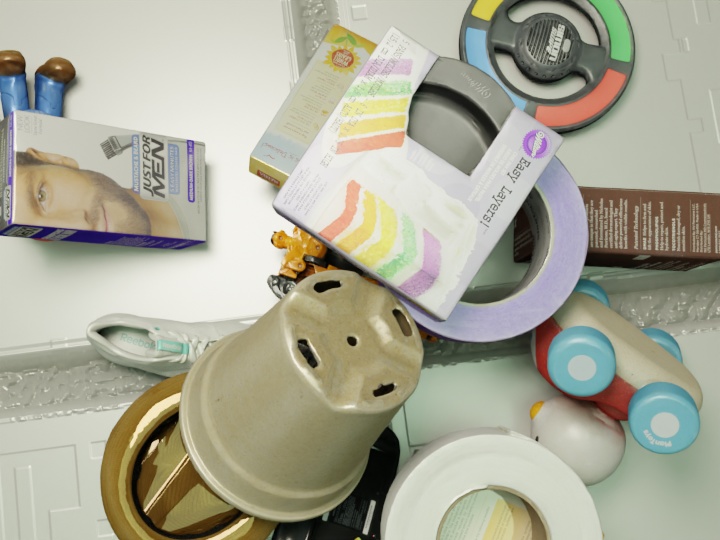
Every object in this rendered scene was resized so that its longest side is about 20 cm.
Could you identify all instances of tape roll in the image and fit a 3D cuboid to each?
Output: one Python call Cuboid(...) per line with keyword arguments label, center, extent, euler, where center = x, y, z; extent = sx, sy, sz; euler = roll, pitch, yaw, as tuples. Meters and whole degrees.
Cuboid(label="tape roll", center=(0.119, 0.249, 0.794), extent=(0.201, 0.071, 0.203), euler=(0, 84, -1))
Cuboid(label="tape roll", center=(0.107, -0.032, 0.804), extent=(0.199, 0.085, 0.201), euler=(0, 86, 0))

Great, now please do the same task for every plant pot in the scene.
Cuboid(label="plant pot", center=(-0.042, 0.102, 0.770), extent=(0.200, 0.184, 0.201), euler=(15, 53, -21))

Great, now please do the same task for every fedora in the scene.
Cuboid(label="fedora", center=(-0.159, 0.200, 0.858), extent=(0.200, 0.082, 0.202), euler=(2, 76, -7))

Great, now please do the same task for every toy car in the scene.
Cuboid(label="toy car", center=(0.219, 0.142, 0.863), extent=(0.177, 0.184, 0.200), euler=(35, 111, 2))

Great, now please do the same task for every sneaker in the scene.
Cuboid(label="sneaker", center=(-0.182, 0.081, 0.869), extent=(0.199, 0.089, 0.076), euler=(6, 81, -2))

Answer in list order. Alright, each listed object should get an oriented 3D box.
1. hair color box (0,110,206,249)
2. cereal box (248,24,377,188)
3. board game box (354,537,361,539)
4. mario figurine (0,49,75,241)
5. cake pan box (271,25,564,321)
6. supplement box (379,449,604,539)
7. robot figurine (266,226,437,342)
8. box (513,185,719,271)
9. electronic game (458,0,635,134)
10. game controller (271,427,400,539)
Cuboid(label="hair color box", center=(-0.255, -0.085, 0.850), extent=(0.199, 0.065, 0.110), euler=(3, 80, -38))
Cuboid(label="cereal box", center=(-0.011, -0.155, 0.907), extent=(0.143, 0.040, 0.200), euler=(28, 66, 2))
Cuboid(label="board game box", center=(0.042, 0.352, 0.798), extent=(0.030, 0.096, 0.200), euler=(-30, 116, -9))
Cuboid(label="mario figurine", center=(-0.328, -0.130, 0.883), extent=(0.123, 0.106, 0.201), euler=(-7, 81, -1))
Cuboid(label="cake pan box", center=(0.051, -0.085, 0.743), extent=(0.184, 0.052, 0.200), euler=(35, 86, 1))
Cuboid(label="supplement box", center=(0.125, 0.280, 0.863), extent=(0.199, 0.074, 0.126), euler=(24, 83, 1))
Cuboid(label="robot figurine", center=(0.000, 0.000, 0.898), extent=(0.199, 0.058, 0.146), euler=(19, 72, 0))
Cuboid(label="box", center=(0.270, -0.043, 0.900), extent=(0.199, 0.100, 0.075), euler=(4, 83, -1))
Cuboid(label="electronic game", center=(0.209, -0.251, 0.955), extent=(0.199, 0.042, 0.201), euler=(0, 82, -3))
Cuboid(label="game controller", center=(-0.025, 0.240, 0.858), extent=(0.104, 0.042, 0.201), euler=(24, 62, -12))
